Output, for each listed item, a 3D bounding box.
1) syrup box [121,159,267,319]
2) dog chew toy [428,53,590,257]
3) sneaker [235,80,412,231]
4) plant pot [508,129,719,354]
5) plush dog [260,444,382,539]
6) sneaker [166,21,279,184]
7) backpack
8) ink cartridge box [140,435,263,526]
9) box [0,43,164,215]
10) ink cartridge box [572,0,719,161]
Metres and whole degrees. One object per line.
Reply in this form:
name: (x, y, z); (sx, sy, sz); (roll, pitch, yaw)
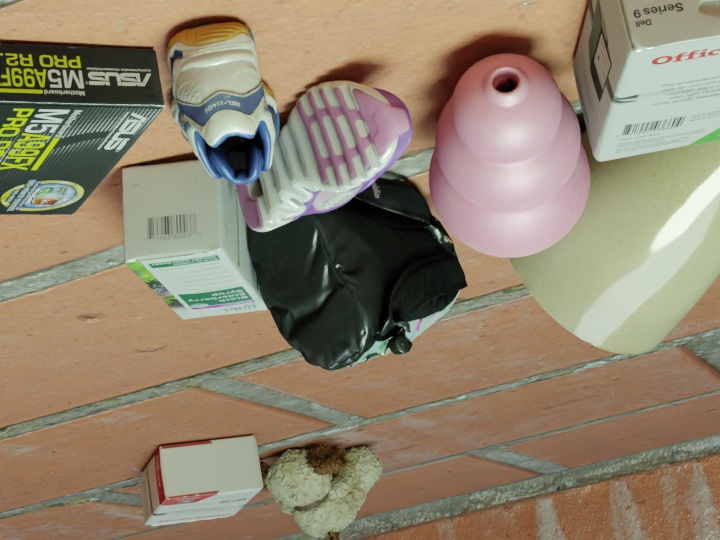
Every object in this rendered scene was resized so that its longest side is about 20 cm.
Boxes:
syrup box: (-0.133, -0.022, 1.340); (0.079, 0.081, 0.200); (-6, 164, 6)
dog chew toy: (0.110, -0.091, 1.210); (0.124, 0.125, 0.200); (-11, 156, 1)
sneaker: (-0.014, -0.088, 1.219); (0.088, 0.081, 0.200); (-8, 170, -34)
plant pot: (0.246, -0.063, 1.321); (0.187, 0.187, 0.200); (3, 145, -39)
plush dog: (-0.081, 0.342, 2.545); (0.200, 0.161, 0.172); (-19, 135, 23)
sneaker: (-0.093, -0.093, 1.120); (0.075, 0.088, 0.200); (-13, 165, 2)
backpack: (0.000, 0.000, 1.396); (0.127, 0.167, 0.200); (-25, 174, 30)
ink cartridge box: (-0.239, 0.312, 2.406); (0.147, 0.083, 0.200); (-4, 162, -19)
box: (-0.243, -0.092, 1.106); (0.160, 0.044, 0.200); (0, 161, -30)
ink cartridge box: (0.233, -0.157, 1.111); (0.146, 0.084, 0.200); (-10, 164, -2)
